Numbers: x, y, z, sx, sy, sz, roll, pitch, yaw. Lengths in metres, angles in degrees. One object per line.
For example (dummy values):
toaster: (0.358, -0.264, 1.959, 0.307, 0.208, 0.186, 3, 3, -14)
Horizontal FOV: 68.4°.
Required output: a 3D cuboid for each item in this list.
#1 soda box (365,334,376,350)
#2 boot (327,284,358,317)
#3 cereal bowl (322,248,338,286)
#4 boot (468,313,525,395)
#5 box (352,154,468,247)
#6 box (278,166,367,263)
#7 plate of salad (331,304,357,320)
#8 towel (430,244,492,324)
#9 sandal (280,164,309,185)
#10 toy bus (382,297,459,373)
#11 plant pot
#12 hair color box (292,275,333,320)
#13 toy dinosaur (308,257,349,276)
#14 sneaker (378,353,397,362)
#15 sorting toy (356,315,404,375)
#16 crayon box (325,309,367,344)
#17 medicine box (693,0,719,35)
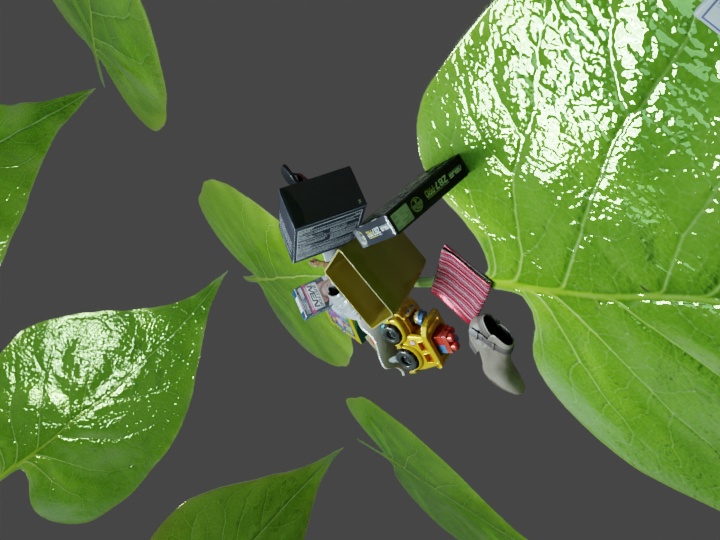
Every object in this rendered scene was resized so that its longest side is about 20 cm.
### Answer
soda box: (0.071, 0.213, 1.768, 0.064, 0.067, 0.200, 47, 165, 4)
boot: (-0.057, 0.074, 1.541, 0.095, 0.074, 0.199, 43, 166, -17)
cereal bowl: (-0.074, -0.054, 1.579, 0.200, 0.081, 0.207, 162, 91, -88)
boot: (0.328, 0.194, 1.241, 0.200, 0.070, 0.147, 44, 156, 16)
box: (0.091, -0.129, 1.008, 0.050, 0.199, 0.160, 53, 158, -11)
box: (-0.101, -0.140, 1.354, 0.199, 0.195, 0.126, 112, 135, -66)
plate of salad: (0.003, 0.122, 1.716, 0.193, 0.050, 0.201, 6, 161, 2)
towel: (0.231, 0.039, 1.247, 0.144, 0.022, 0.202, 42, 157, 20)
sandal: (-0.164, -0.245, 1.569, 0.200, 0.045, 0.075, 47, 169, -33)
toy bus: (0.176, 0.166, 1.436, 0.189, 0.136, 0.203, -14, 114, 47)
plant pot: (0.048, -0.003, 1.335, 0.201, 0.176, 0.200, 48, 160, 2)
hair color box: (-0.113, 0.071, 1.725, 0.102, 0.195, 0.061, 62, 161, 8)
toy dinosaur: (-0.041, -0.017, 1.440, 0.108, 0.193, 0.061, 87, 165, -48)
sneaker: (0.126, 0.276, 1.802, 0.085, 0.076, 0.200, 31, 163, -1)
sorting toy: (0.088, 0.206, 1.533, 0.104, 0.186, 0.199, -21, 150, 26)
crayon box: (-0.063, 0.161, 1.994, 0.198, 0.058, 0.176, 28, 148, 45)
medicine box: (0.392, -0.226, 0.373, 0.182, 0.102, 0.201, 46, 159, 11)
